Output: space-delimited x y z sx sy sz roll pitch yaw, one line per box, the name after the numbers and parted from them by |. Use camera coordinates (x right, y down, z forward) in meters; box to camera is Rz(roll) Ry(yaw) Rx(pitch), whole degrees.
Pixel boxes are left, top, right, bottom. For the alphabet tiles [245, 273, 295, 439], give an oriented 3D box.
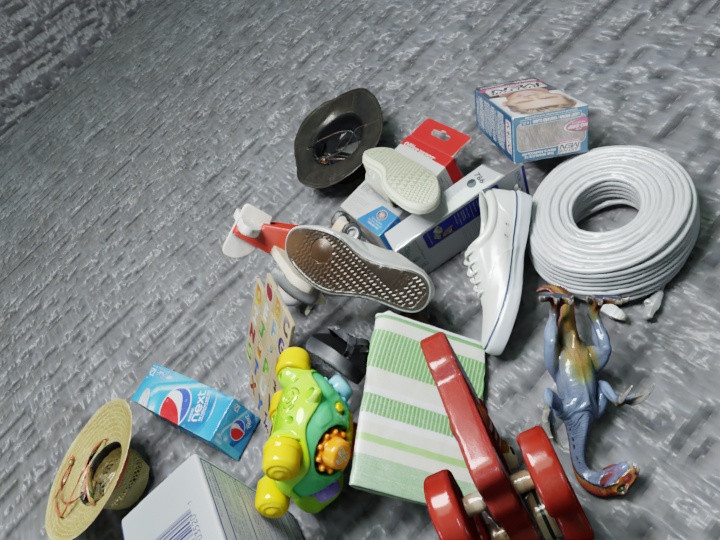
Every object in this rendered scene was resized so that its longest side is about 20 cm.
-0.119 0.115 0.786 0.006 0.204 0.168 -4 39 -27 | alphabet tiles

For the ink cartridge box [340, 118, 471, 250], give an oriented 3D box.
0.078 -0.126 0.912 0.200 0.068 0.116 -45 43 -5 | ink cartridge box

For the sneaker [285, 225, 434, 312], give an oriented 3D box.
0.000 0.000 0.753 0.195 0.084 0.075 24 100 13 | sneaker

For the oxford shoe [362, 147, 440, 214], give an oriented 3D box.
0.054 -0.112 0.813 0.073 0.059 0.201 -10 29 -16 | oxford shoe

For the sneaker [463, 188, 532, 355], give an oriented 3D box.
0.157 -0.002 0.727 0.069 0.073 0.206 11 72 3 | sneaker

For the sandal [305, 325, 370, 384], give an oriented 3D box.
-0.017 0.088 0.719 0.075 0.200 0.044 33 93 5 | sandal

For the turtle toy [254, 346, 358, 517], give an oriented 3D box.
-0.056 0.191 0.655 0.098 0.203 0.148 9 42 -6 | turtle toy

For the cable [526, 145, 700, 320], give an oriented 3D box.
0.290 -0.058 0.712 0.198 0.070 0.201 27 73 44 | cable

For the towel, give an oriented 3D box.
0.070 0.151 0.659 0.023 0.149 0.204 126 159 -52 | towel

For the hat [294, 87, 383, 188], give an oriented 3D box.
-0.025 -0.212 1.047 0.196 0.081 0.206 -18 54 27 | hat

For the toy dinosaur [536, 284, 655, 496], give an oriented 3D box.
0.232 0.118 0.607 0.102 0.200 0.188 -1 96 15 | toy dinosaur

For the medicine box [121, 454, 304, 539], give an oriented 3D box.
-0.116 0.315 0.588 0.102 0.201 0.182 -39 43 -3 | medicine box

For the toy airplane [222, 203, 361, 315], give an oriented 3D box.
-0.103 -0.017 0.867 0.195 0.199 0.145 19 109 22 | toy airplane

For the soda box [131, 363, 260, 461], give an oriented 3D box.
-0.239 0.198 0.863 0.196 0.068 0.065 10 60 39 | soda box

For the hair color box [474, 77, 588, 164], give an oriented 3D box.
0.226 -0.210 0.822 0.097 0.062 0.201 -10 27 0 | hair color box

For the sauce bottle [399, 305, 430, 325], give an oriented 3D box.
0.062 0.107 0.738 0.063 0.065 0.204 -11 48 26 | sauce bottle

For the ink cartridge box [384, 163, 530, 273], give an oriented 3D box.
0.133 -0.070 0.805 0.197 0.100 0.040 -33 57 5 | ink cartridge box

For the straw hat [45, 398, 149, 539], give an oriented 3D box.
-0.349 0.291 0.850 0.198 0.085 0.205 -29 43 30 | straw hat

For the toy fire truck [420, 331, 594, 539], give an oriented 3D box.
0.118 0.168 0.549 0.110 0.201 0.171 -26 45 10 | toy fire truck
